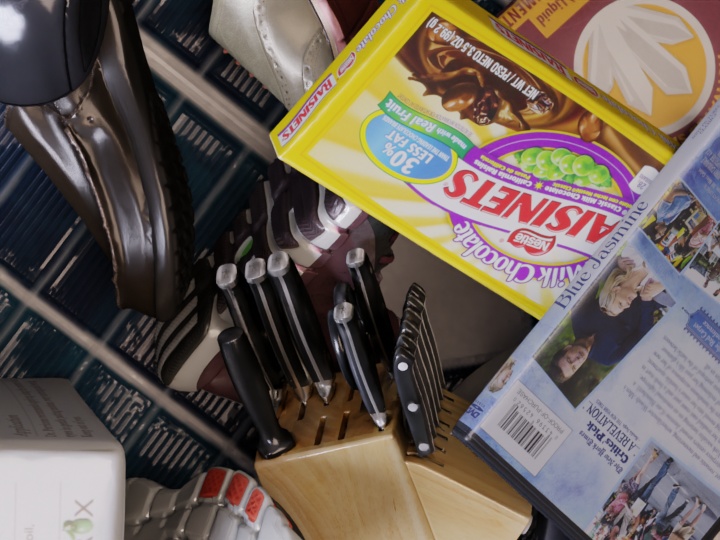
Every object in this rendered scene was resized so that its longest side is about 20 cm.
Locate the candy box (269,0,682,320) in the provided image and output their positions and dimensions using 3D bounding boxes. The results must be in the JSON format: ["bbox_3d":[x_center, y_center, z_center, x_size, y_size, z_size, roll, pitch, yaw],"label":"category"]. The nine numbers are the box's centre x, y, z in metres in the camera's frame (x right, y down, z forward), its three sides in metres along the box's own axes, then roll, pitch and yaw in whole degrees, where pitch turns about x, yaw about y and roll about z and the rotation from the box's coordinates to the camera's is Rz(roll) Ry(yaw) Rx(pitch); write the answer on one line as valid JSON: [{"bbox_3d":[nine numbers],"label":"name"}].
[{"bbox_3d":[0.067,-0.044,1.279,0.200,0.026,0.102,31,114,-31],"label":"candy box"}]

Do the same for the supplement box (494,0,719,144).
[{"bbox_3d":[0.152,-0.065,1.384,0.110,0.086,0.200,-42,89,-5],"label":"supplement box"}]

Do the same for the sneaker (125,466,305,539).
[{"bbox_3d":[-0.056,0.138,1.330,0.082,0.200,0.077,31,80,-25],"label":"sneaker"}]

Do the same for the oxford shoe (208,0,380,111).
[{"bbox_3d":[-0.029,-0.109,1.380,0.075,0.070,0.201,-12,106,20],"label":"oxford shoe"}]

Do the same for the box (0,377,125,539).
[{"bbox_3d":[-0.202,0.156,1.289,0.171,0.199,0.201,2,96,-13],"label":"box"}]

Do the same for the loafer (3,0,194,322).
[{"bbox_3d":[-0.128,-0.070,1.354,0.071,0.073,0.201,-15,91,5],"label":"loafer"}]

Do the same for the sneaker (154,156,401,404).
[{"bbox_3d":[0.000,0.000,1.364,0.115,0.076,0.200,27,127,-26],"label":"sneaker"}]

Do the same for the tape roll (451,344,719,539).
[{"bbox_3d":[0.121,0.124,1.405,0.202,0.037,0.204,2,115,4],"label":"tape roll"}]

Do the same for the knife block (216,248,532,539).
[{"bbox_3d":[-0.015,0.091,1.335,0.175,0.064,0.200,27,123,-8],"label":"knife block"}]

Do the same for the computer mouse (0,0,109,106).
[{"bbox_3d":[-0.175,-0.179,1.303,0.140,0.046,0.201,9,86,11],"label":"computer mouse"}]

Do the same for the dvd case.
[{"bbox_3d":[0.149,0.036,1.304,0.143,0.018,0.200,42,84,-30],"label":"dvd case"}]

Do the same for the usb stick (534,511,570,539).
[{"bbox_3d":[0.108,0.126,1.364,0.055,0.033,0.201,3,118,-5],"label":"usb stick"}]
